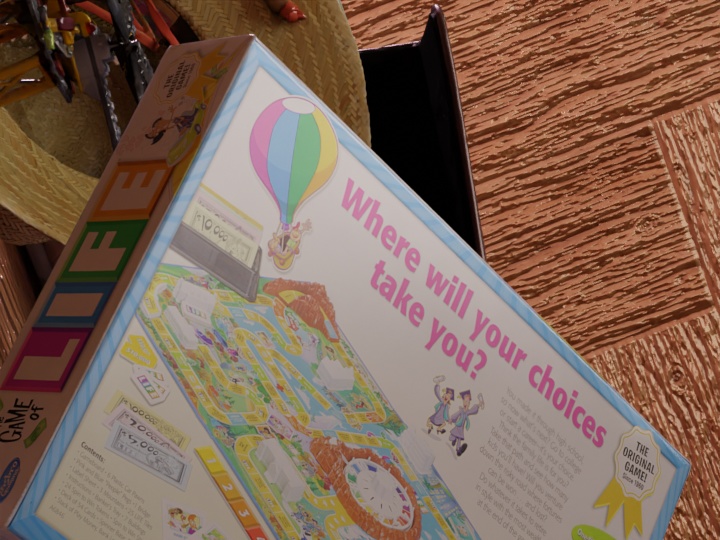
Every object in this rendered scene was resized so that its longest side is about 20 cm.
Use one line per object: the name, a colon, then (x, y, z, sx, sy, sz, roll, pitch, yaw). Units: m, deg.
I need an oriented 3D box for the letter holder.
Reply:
letter holder: (0.000, 0.000, 0.907, 0.142, 0.100, 0.202, 119, -37, -80)

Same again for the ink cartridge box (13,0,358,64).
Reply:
ink cartridge box: (-0.058, -0.039, 1.005, 0.048, 0.145, 0.201, 118, -48, -83)

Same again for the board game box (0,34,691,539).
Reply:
board game box: (-0.002, 0.055, 0.601, 0.200, 0.034, 0.135, 43, 61, -34)

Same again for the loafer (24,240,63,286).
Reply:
loafer: (-0.088, 0.002, 0.891, 0.072, 0.062, 0.201, 66, 4, -64)

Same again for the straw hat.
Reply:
straw hat: (-0.094, -0.055, 0.802, 0.085, 0.200, 0.202, -47, -128, 41)

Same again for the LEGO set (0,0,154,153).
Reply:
LEGO set: (-0.107, -0.117, 0.611, 0.200, 0.115, 0.155, 69, 1, -68)
